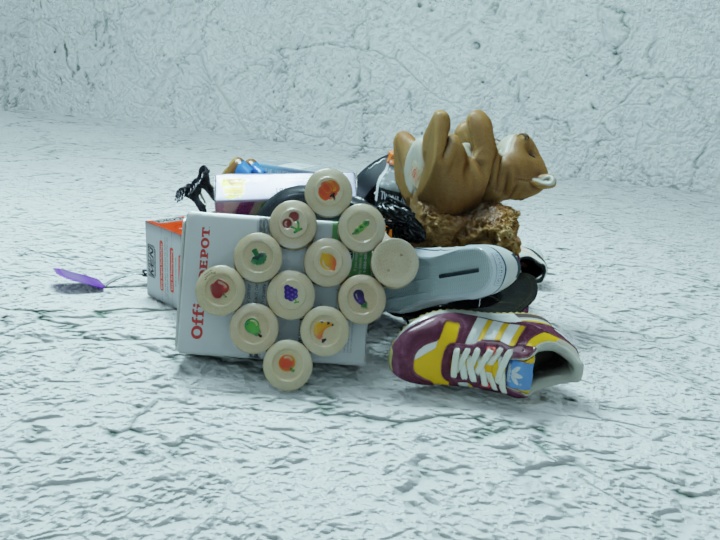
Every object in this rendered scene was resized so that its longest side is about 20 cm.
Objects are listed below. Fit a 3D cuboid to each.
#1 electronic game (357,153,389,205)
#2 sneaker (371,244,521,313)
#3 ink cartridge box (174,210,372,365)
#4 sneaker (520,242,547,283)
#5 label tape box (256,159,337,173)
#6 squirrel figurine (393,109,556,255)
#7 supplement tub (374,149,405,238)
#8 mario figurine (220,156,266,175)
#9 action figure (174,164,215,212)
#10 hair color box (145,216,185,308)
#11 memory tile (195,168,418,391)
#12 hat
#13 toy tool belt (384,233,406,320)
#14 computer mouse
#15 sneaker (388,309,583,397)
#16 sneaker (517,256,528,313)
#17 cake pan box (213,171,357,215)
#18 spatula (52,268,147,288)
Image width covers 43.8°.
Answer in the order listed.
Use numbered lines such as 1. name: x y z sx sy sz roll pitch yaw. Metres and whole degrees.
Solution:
1. electronic game: 0.050 -0.086 1.361 0.197 0.203 0.042 -3 30 -32
2. sneaker: 0.082 0.010 0.965 0.198 0.075 0.070 -1 -3 44
3. ink cartridge box: -0.090 0.019 0.950 0.196 0.149 0.084 5 -2 -4
4. sneaker: 0.202 -0.017 1.403 0.196 0.075 0.080 3 15 -7
5. label tape box: -0.085 -0.095 1.456 0.197 0.146 0.066 10 14 22
6. squirrel figurine: 0.152 -0.098 1.141 0.183 0.204 0.141 4 -13 -21
7. supplement tub: 0.076 -0.064 1.265 0.120 0.204 0.123 4 13 -1
8. mario figurine: -0.120 -0.077 1.305 0.199 0.107 0.123 37 51 19
9. action figure: -0.196 -0.064 1.382 0.199 0.103 0.118 41 -36 -25
10. hair color box: -0.189 0.002 1.101 0.061 0.103 0.198 -13 23 -42
11. memory tile: -0.052 0.007 0.898 0.154 0.200 0.017 47 -10 3
12. hat: 0.116 0.056 1.053 0.197 0.082 0.201 -4 17 1
13. toy tool belt: 0.000 0.000 1.148 0.122 0.127 0.198 27 23 38
14. computer mouse: -0.026 -0.068 1.023 0.196 0.054 0.138 1 -10 14
15. sneaker: 0.129 0.087 0.905 0.196 0.076 0.090 -5 22 -19
16. sneaker: 0.190 0.010 1.240 0.073 0.092 0.200 4 13 -4
17. cake pan box: -0.099 -0.048 1.181 0.181 0.201 0.053 1 55 -6
18. spatula: -0.308 0.009 1.202 0.197 0.021 0.056 -1 13 -28
